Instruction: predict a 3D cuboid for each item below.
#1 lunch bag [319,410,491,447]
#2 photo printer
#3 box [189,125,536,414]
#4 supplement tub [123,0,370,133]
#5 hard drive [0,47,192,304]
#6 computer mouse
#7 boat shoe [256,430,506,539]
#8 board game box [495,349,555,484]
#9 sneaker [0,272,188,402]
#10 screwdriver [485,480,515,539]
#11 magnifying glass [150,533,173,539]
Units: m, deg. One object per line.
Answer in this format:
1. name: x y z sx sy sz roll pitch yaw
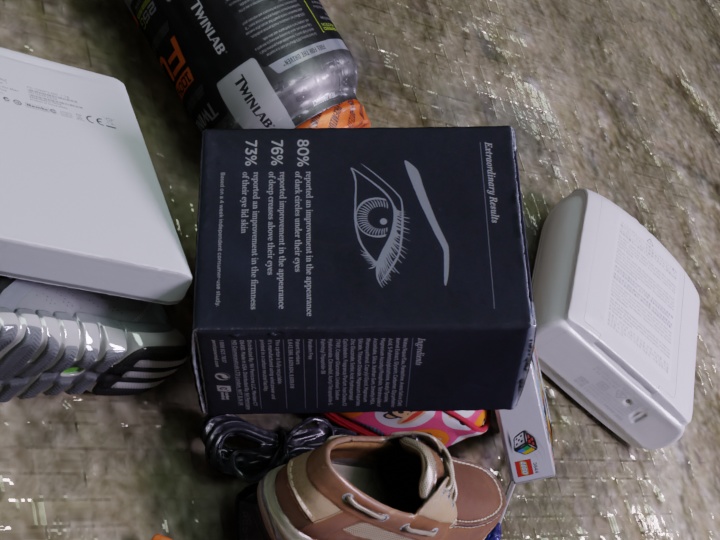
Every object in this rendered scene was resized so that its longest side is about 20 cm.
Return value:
1. lunch bag: 0.030 0.027 1.004 0.176 0.082 0.202 30 43 -41
2. photo printer: 0.220 0.032 1.215 0.166 0.069 0.201 39 40 -19
3. box: 0.000 0.000 0.857 0.198 0.105 0.149 1 57 -2
4. supplement tub: -0.083 -0.164 0.998 0.122 0.122 0.201 -23 80 -51
5. hard drive: -0.183 -0.064 0.834 0.131 0.026 0.201 12 35 -32
6. computer mouse: -0.031 0.185 0.863 0.138 0.053 0.201 14 43 -42
7. boat shoe: 0.029 0.138 0.866 0.199 0.072 0.076 6 49 -47
8. board game box: 0.105 0.037 1.019 0.126 0.034 0.202 -66 144 -76
9. sneaker: -0.195 0.011 0.806 0.199 0.075 0.116 11 49 -52
10. screwdriver: 0.100 0.174 1.025 0.029 0.028 0.201 20 40 4
11. magnifying glass: -0.031 0.197 0.787 0.198 0.022 0.080 21 64 9
